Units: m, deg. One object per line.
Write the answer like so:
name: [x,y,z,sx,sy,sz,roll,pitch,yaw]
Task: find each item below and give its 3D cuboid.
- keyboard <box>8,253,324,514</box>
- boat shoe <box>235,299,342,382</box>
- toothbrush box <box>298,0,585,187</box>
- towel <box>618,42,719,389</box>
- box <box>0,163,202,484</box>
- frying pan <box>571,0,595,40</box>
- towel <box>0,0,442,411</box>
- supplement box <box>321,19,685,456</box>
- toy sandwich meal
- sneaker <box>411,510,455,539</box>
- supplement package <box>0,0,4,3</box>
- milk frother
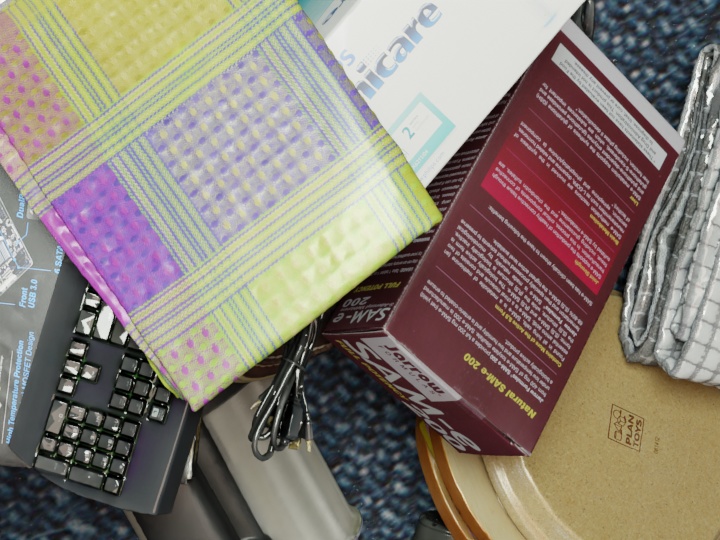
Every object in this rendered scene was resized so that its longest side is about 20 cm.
keyboard: [-0.067,0.006,0.675,0.126,0.021,0.201,16,86,2]
boat shoe: [0.000,0.000,0.826,0.199,0.072,0.073,-24,98,-46]
toothbrush box: [0.009,-0.111,0.798,0.085,0.200,0.147,41,88,-14]
towel: [0.249,-0.026,0.906,0.165,0.086,0.201,13,95,-24]
box: [-0.162,-0.012,0.708,0.197,0.050,0.202,5,85,-1]
frying pan: [0.100,-0.066,0.882,0.115,0.031,0.192,-5,87,-47]
towel: [-0.075,-0.060,0.664,0.143,0.023,0.200,-37,81,0]
supplement box: [0.077,-0.018,0.800,0.109,0.061,0.201,41,65,-24]
toy sandwich meal: [0.129,0.104,0.911,0.204,0.070,0.207,13,63,-26]
sneaker: [0.080,0.210,0.933,0.199,0.060,0.105,19,93,-9]
supplement package: [-0.132,-0.144,0.803,0.119,0.121,0.201,25,92,-14]
milk frother: [-0.134,0.110,0.835,0.199,0.181,0.189,-23,103,23]
